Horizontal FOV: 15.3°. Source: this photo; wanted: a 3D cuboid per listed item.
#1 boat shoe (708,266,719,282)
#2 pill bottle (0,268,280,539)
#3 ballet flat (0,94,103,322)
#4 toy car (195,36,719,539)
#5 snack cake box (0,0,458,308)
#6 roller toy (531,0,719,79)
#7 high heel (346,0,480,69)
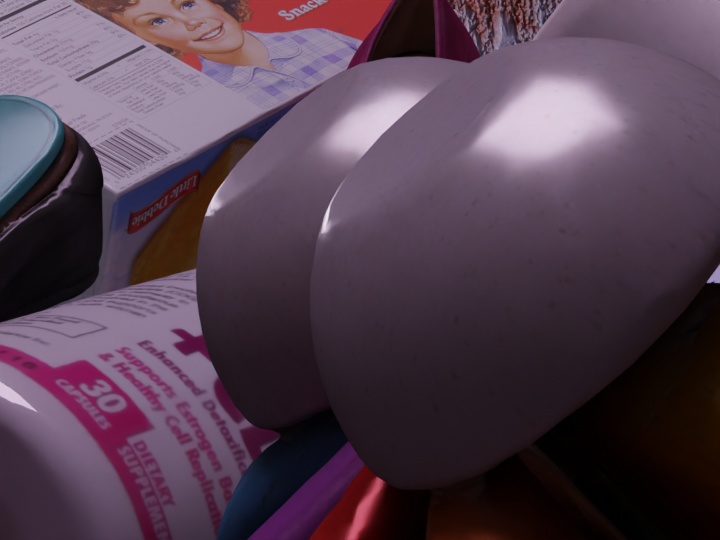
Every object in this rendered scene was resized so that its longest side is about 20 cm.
[{"bbox_3d":[0.097,0.031,0.833,0.200,0.069,0.084,-31,45,4],"label":"boat shoe"},{"bbox_3d":[-0.047,0.059,0.709,0.113,0.113,0.200,-6,6,33],"label":"pill bottle"},{"bbox_3d":[-0.142,0.032,0.703,0.200,0.068,0.068,-36,46,-25],"label":"ballet flat"},{"bbox_3d":[0.034,0.061,0.473,0.150,0.175,0.200,-48,13,-9],"label":"toy car"},{"bbox_3d":[-0.070,-0.060,0.955,0.115,0.067,0.200,30,38,24],"label":"snack cake box"},{"bbox_3d":[0.137,-0.045,0.981,0.200,0.140,0.182,-44,-25,-4],"label":"roller toy"},{"bbox_3d":[0.000,0.000,0.889,0.067,0.096,0.200,14,55,17],"label":"high heel"}]
